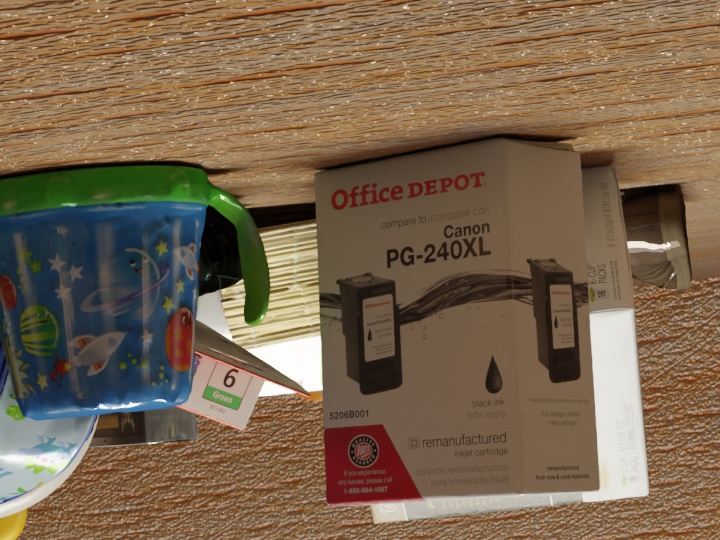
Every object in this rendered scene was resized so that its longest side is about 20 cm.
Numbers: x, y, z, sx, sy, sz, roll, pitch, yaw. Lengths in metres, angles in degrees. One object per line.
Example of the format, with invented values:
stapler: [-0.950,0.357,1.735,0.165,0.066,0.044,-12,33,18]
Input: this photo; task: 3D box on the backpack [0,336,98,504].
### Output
backpack: [-0.248,0.056,1.281,0.147,0.183,0.200,22,152,-33]

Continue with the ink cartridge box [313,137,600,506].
ink cartridge box: [0.053,0.031,1.186,0.145,0.200,0.083,-8,172,39]

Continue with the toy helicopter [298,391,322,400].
toy helicopter: [-0.056,0.079,1.688,0.200,0.079,0.132,-27,-175,33]

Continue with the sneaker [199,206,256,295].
sneaker: [-0.109,-0.018,1.308,0.079,0.076,0.200,-21,-179,2]

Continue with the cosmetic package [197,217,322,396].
cosmetic package: [-0.080,0.029,1.502,0.200,0.108,0.085,-7,-145,-10]

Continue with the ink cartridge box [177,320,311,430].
ink cartridge box: [-0.123,0.058,1.335,0.109,0.050,0.200,23,-178,-29]

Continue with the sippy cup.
sippy cup: [-0.146,0.015,1.142,0.177,0.131,0.140,-6,176,11]

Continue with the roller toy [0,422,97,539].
roller toy: [-0.285,0.085,1.484,0.182,0.200,0.140,37,171,-21]

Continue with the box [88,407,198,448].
box: [-0.202,0.071,1.757,0.048,0.159,0.200,-4,176,-27]

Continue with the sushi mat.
sushi mat: [0.000,0.000,1.442,0.200,0.096,0.012,-10,-145,-6]

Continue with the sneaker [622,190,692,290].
sneaker: [0.222,-0.026,1.639,0.075,0.071,0.200,-5,167,9]

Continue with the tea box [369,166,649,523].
tea box: [0.086,0.053,1.379,0.196,0.134,0.200,-7,137,5]
